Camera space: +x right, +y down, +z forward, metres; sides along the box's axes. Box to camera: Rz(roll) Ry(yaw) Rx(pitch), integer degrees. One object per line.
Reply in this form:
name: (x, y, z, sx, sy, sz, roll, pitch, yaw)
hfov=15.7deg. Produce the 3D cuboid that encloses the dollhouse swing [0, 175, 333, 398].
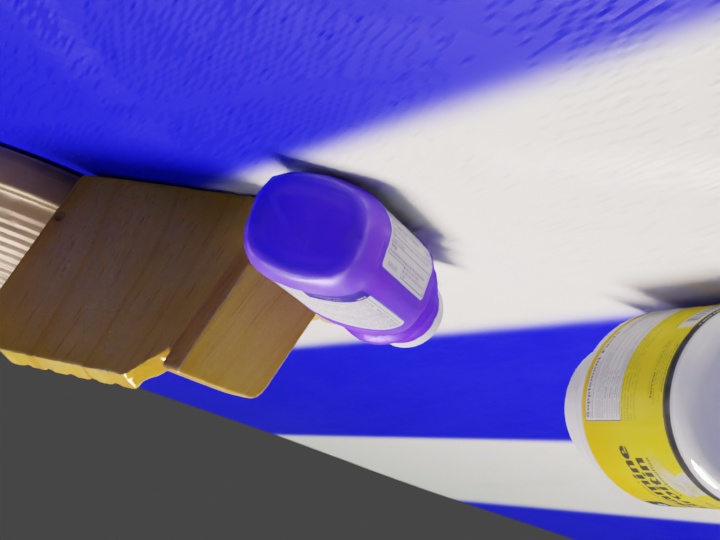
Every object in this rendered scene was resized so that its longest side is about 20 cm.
dollhouse swing: (-0.093, 0.039, 1.653, 0.200, 0.182, 0.176, 9, 147, 44)

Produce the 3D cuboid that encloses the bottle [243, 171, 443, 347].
bottle: (0.000, 0.000, 1.505, 0.083, 0.065, 0.200, 15, 171, 22)

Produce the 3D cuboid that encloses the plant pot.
plant pot: (-0.254, -0.026, 1.782, 0.200, 0.093, 0.201, 18, 170, 3)

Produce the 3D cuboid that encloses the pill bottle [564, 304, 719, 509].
pill bottle: (0.186, 0.076, 1.440, 0.112, 0.112, 0.200, 21, 171, -15)
